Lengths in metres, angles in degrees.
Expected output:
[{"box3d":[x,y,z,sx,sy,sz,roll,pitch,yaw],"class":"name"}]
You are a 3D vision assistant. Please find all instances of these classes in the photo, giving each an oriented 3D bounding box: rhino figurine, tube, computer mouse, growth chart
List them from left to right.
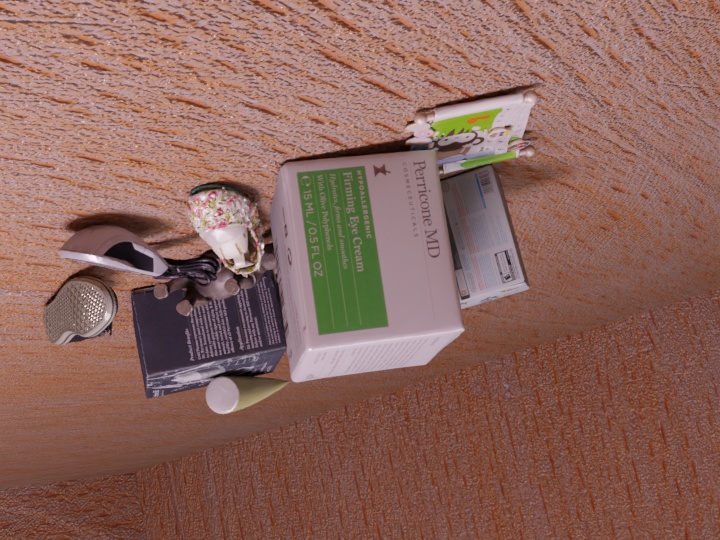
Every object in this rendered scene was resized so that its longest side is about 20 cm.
[{"box3d":[-0.245,-0.019,1.182,0.108,0.045,0.200,9,176,23],"class":"computer mouse"},{"box3d":[-0.152,-0.002,1.340,0.198,0.060,0.087,-21,-174,23],"class":"rhino figurine"},{"box3d":[-0.165,0.177,1.590,0.057,0.052,0.200,26,-177,13],"class":"tube"},{"box3d":[0.118,-0.141,1.147,0.143,0.018,0.200,-14,167,3],"class":"growth chart"}]

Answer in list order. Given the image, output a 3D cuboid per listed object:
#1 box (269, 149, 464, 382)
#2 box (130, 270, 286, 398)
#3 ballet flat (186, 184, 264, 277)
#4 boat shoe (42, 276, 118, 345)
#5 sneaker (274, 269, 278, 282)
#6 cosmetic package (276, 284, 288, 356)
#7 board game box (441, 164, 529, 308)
[{"box3d":[0.000,0.000,1.184,0.169,0.202,0.200,-6,167,-11],"class":"box"},{"box3d":[-0.217,0.089,1.537,0.194,0.126,0.200,-9,167,-13],"class":"box"},{"box3d":[-0.138,-0.039,1.196,0.075,0.065,0.200,-14,167,5],"class":"ballet flat"},{"box3d":[-0.335,0.049,1.346,0.062,0.076,0.199,-12,173,-34],"class":"boat shoe"},{"box3d":[-0.039,-0.018,1.412,0.114,0.077,0.200,-15,179,-19],"class":"sneaker"},{"box3d":[-0.016,0.052,1.622,0.197,0.114,0.081,-6,165,-23],"class":"cosmetic package"},{"box3d":[0.090,-0.023,1.329,0.197,0.150,0.064,-17,170,12],"class":"board game box"}]
